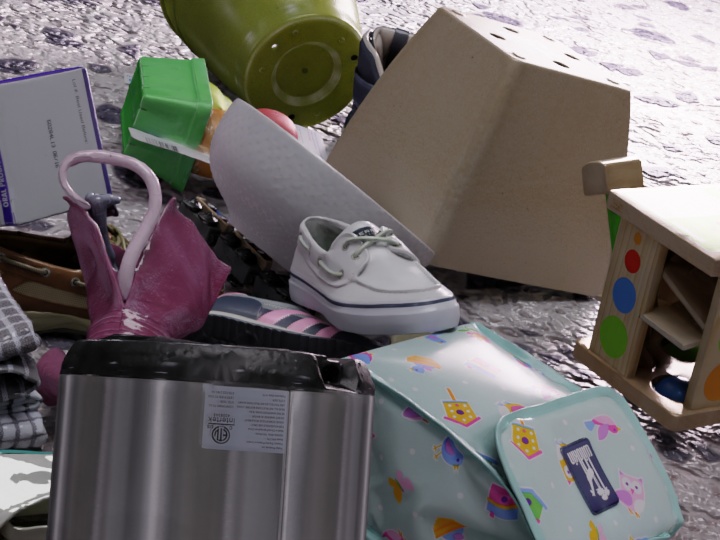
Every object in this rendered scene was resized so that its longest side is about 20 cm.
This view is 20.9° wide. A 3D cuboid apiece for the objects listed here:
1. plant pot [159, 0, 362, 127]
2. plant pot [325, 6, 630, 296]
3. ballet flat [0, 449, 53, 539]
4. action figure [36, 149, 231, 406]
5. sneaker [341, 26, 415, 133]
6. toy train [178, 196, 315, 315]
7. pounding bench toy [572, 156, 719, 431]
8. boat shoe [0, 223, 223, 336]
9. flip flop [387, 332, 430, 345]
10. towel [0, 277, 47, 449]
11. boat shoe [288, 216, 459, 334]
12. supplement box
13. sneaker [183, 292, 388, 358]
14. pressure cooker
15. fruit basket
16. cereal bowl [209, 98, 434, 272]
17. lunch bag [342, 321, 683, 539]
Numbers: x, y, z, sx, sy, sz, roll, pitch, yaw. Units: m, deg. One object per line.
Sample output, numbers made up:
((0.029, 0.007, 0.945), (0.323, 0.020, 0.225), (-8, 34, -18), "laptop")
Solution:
((-0.083, -0.246, 1.947), (0.199, 0.202, 0.193), (1, 37, -25), "plant pot")
((0.119, -0.112, 1.684), (0.199, 0.178, 0.200), (11, 20, -34), "plant pot")
((-0.144, 0.138, 1.173), (0.198, 0.070, 0.069), (-3, 27, -24), "ballet flat")
((-0.144, 0.045, 1.265), (0.133, 0.149, 0.201), (5, 55, 5), "action figure")
((0.027, -0.166, 1.849), (0.076, 0.147, 0.203), (9, 21, -4), "sneaker")
((-0.093, -0.009, 1.562), (0.046, 0.034, 0.200), (9, 21, -38), "toy train")
((0.236, 0.017, 1.516), (0.123, 0.157, 0.200), (-5, 28, -34), "pounding bench toy")
((-0.193, 0.005, 1.425), (0.198, 0.074, 0.076), (1, 25, -26), "boat shoe")
((0.104, 0.087, 1.412), (0.081, 0.058, 0.199), (-11, 33, -44), "flip flop")
((-0.307, 0.041, 1.270), (0.164, 0.086, 0.200), (-3, 27, -30), "towel")
((0.000, 0.000, 1.355), (0.073, 0.067, 0.199), (-9, 11, -30), "boat shoe")
((-0.294, -0.082, 1.442), (0.199, 0.102, 0.103), (-6, 8, 40), "supplement box")
((-0.026, 0.058, 1.396), (0.198, 0.071, 0.082), (19, 25, 11), "sneaker")
((-0.083, 0.139, 1.033), (0.174, 0.202, 0.178), (1, -6, 25), "pressure cooker")
((-0.118, -0.114, 1.756), (0.199, 0.094, 0.186), (22, 20, -19), "fruit basket")
((-0.043, -0.043, 1.535), (0.200, 0.084, 0.200), (38, 1, -1), "cereal bowl")
((0.088, 0.127, 1.230), (0.199, 0.123, 0.170), (31, 24, 30), "lunch bag")
